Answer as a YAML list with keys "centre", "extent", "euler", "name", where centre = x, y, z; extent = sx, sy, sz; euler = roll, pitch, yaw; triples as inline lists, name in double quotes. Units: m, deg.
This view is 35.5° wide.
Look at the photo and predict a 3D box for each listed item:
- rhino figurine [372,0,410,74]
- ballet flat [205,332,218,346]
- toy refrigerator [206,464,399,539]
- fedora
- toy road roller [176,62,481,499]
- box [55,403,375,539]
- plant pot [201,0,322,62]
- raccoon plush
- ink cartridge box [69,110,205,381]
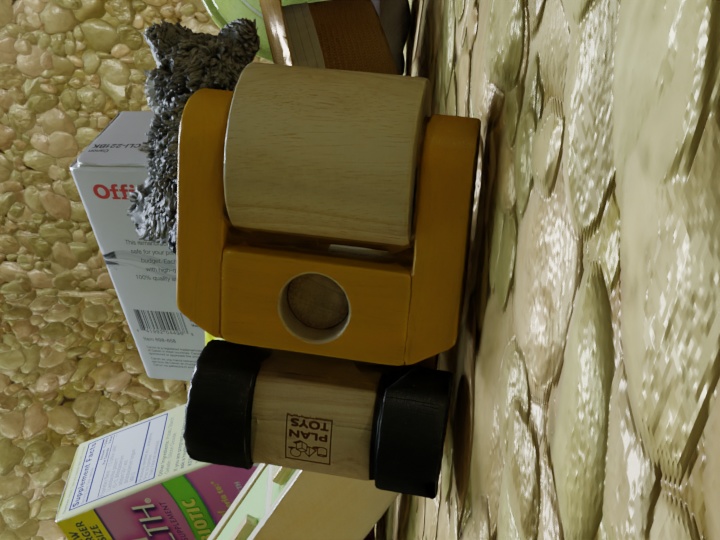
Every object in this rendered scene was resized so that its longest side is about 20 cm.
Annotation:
- centre: [0.006, -0.172, 0.876]
  extent: [0.088, 0.059, 0.202]
  euler: [-106, 13, -48]
  name: "rhino figurine"
- centre: [-0.064, 0.067, 0.680]
  extent: [0.201, 0.066, 0.068]
  euler: [91, 168, -63]
  name: "ballet flat"
- centre: [-0.049, 0.169, 0.750]
  extent: [0.201, 0.069, 0.076]
  euler: [-55, 17, 24]
  name: "toy refrigerator"
- centre: [-0.010, -0.114, 0.748]
  extent: [0.201, 0.080, 0.204]
  euler: [-14, -90, -90]
  name: "fedora"
- centre: [-0.009, -0.003, 0.531]
  extent: [0.146, 0.121, 0.203]
  euler: [-67, -18, -65]
  name: "toy road roller"
- centre: [-0.109, 0.201, 0.902]
  extent: [0.097, 0.197, 0.178]
  euler: [-92, -20, -62]
  name: "box"
- centre: [-0.041, -0.315, 1.016]
  extent: [0.190, 0.197, 0.204]
  euler: [146, 128, -70]
  name: "plant pot"
- centre: [-0.077, -0.083, 0.654]
  extent: [0.199, 0.095, 0.137]
  euler: [-163, 73, -65]
  name: "raccoon plush"
- centre: [-0.112, -0.016, 0.848]
  extent: [0.084, 0.142, 0.202]
  euler: [-64, -30, -48]
  name: "ink cartridge box"
